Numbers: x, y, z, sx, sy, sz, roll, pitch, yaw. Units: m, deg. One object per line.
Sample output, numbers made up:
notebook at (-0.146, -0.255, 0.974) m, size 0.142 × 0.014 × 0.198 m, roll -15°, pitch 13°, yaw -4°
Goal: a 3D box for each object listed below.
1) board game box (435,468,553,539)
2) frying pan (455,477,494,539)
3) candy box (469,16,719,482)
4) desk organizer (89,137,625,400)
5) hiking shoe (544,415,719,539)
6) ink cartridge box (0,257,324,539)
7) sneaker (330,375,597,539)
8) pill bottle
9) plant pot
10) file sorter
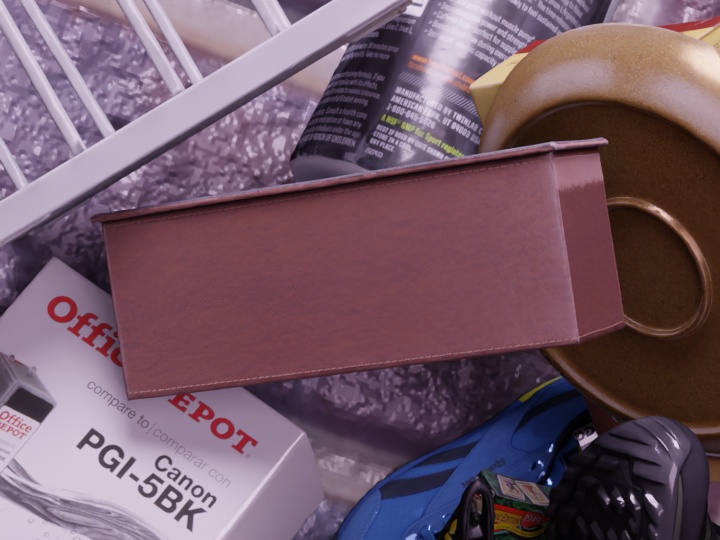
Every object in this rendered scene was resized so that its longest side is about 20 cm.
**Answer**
board game box at (0.115, 0.158, 1.158) m, size 0.200 × 0.023 × 0.105 m, roll 16°, pitch 114°, yaw -30°
frying pan at (0.064, 0.181, 1.125) m, size 0.115 × 0.031 × 0.190 m, roll 9°, pitch 121°, yaw -30°
candy box at (0.135, -0.005, 1.072) m, size 0.056 × 0.116 × 0.200 m, roll -34°, pitch 111°, yaw -39°
desk organizer at (0.000, 0.000, 0.993) m, size 0.199 × 0.072 × 0.077 m, roll -8°, pitch 91°, yaw 22°
hiking shoe at (0.139, 0.132, 1.088) m, size 0.100 × 0.076 × 0.200 m, roll -24°, pitch 136°, yaw -26°
ink cartridge box at (-0.132, 0.117, 1.040) m, size 0.147 × 0.083 × 0.200 m, roll 33°, pitch 72°, yaw 18°
sneaker at (0.064, 0.110, 1.157) m, size 0.200 × 0.078 × 0.066 m, roll -34°, pitch 101°, yaw -19°
pill bottle at (0.055, -0.109, 1.149) m, size 0.106 × 0.106 × 0.200 m, roll 31°, pitch 76°, yaw -17°
plant pot at (0.122, -0.005, 1.020) m, size 0.027 × 0.200 × 0.200 m, roll -35°, pitch 100°, yaw -39°
file sorter at (-0.095, -0.114, 1.034) m, size 0.200 × 0.139 × 0.125 m, roll -31°, pitch 93°, yaw 3°
